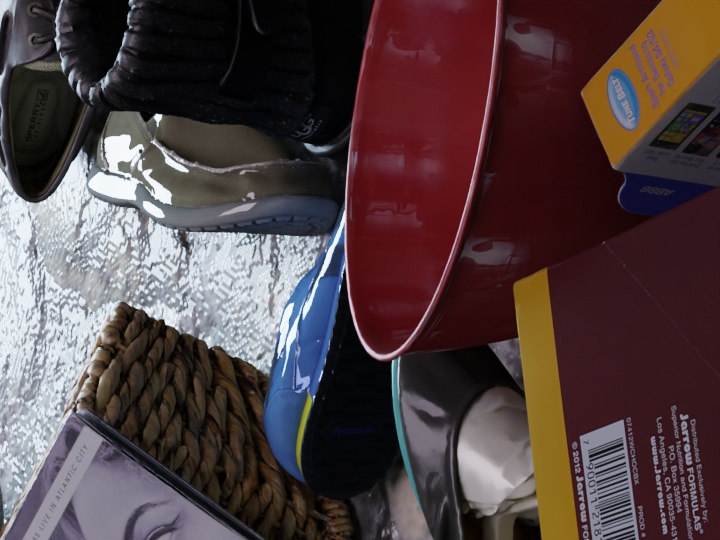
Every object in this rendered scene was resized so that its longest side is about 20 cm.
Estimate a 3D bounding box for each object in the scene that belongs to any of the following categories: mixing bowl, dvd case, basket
[{"bbox_3d":[0.070,-0.056,0.962,0.200,0.108,0.201,-171,90,-76],"label":"mixing bowl"},{"bbox_3d":[-0.080,0.175,1.131,0.200,0.016,0.149,36,119,9],"label":"dvd case"},{"bbox_3d":[-0.099,0.136,1.233,0.143,0.149,0.200,-78,13,-63],"label":"basket"}]

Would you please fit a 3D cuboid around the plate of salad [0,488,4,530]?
[{"bbox_3d":[-0.226,0.178,1.346,0.200,0.048,0.201,3,-90,-89],"label":"plate of salad"}]

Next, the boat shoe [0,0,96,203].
[{"bbox_3d":[-0.162,-0.126,1.343,0.066,0.071,0.201,-117,34,-46],"label":"boat shoe"}]

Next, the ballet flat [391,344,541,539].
[{"bbox_3d":[0.062,0.111,1.013,0.068,0.068,0.201,-12,84,43],"label":"ballet flat"}]

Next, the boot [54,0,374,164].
[{"bbox_3d":[-0.064,-0.153,1.147,0.079,0.157,0.212,-43,46,40],"label":"boot"}]

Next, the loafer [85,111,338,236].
[{"bbox_3d":[-0.078,-0.058,1.224,0.200,0.075,0.070,15,101,55],"label":"loafer"}]

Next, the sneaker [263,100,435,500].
[{"bbox_3d":[0.000,0.000,1.114,0.078,0.066,0.201,44,120,53],"label":"sneaker"}]

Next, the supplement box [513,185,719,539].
[{"bbox_3d":[0.170,0.072,0.799,0.200,0.132,0.198,-27,62,50],"label":"supplement box"}]

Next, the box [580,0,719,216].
[{"bbox_3d":[0.166,-0.087,0.844,0.200,0.119,0.042,-46,49,40],"label":"box"}]
